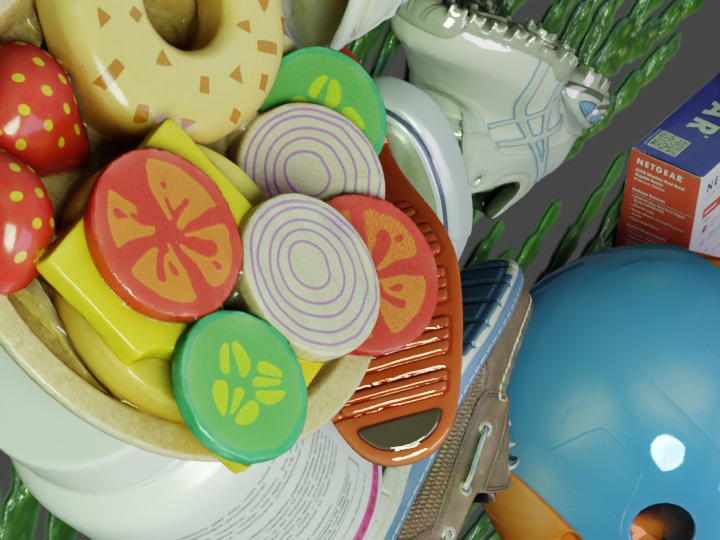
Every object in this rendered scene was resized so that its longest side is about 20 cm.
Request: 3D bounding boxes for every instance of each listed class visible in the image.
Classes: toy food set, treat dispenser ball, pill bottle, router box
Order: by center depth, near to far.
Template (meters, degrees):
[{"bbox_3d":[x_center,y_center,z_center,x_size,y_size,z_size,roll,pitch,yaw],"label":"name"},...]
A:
[{"bbox_3d":[-0.059,-0.028,0.881,0.049,0.198,0.200,-29,-161,44],"label":"toy food set"},{"bbox_3d":[-0.071,0.061,0.994,0.113,0.113,0.200,-60,155,-9],"label":"pill bottle"},{"bbox_3d":[0.157,0.085,1.355,0.201,0.201,0.201,-44,148,-36],"label":"treat dispenser ball"},{"bbox_3d":[0.224,-0.037,1.549,0.200,0.049,0.180,-38,145,-43],"label":"router box"}]

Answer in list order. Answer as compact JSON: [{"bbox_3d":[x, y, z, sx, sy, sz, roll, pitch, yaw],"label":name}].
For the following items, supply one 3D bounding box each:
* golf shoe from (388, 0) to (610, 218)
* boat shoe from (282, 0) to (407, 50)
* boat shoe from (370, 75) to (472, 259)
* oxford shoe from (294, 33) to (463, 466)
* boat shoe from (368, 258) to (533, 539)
[{"bbox_3d":[0.054,-0.073,1.163,0.097,0.078,0.200,-58,154,2],"label":"golf shoe"},{"bbox_3d":[-0.010,-0.163,0.964,0.070,0.071,0.200,-49,158,-35],"label":"boat shoe"},{"bbox_3d":[0.003,0.003,1.136,0.062,0.072,0.200,-46,152,-38],"label":"boat shoe"},{"bbox_3d":[0.000,0.000,1.011,0.071,0.200,0.073,-12,146,-3],"label":"oxford shoe"},{"bbox_3d":[0.036,0.085,1.236,0.072,0.072,0.200,45,62,-27],"label":"boat shoe"}]
